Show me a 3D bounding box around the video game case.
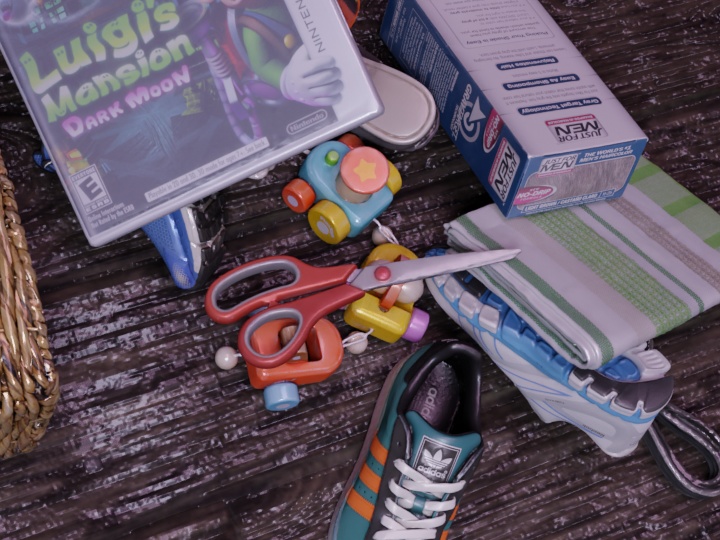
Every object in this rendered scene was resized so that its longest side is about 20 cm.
[{"bbox_3d":[-0.112,-0.137,0.917,0.200,0.023,0.182,-24,92,9],"label":"video game case"}]

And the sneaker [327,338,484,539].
[{"bbox_3d":[0.031,0.133,0.948,0.071,0.080,0.201,19,65,-11],"label":"sneaker"}]

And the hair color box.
[{"bbox_3d":[0.102,-0.131,1.066,0.100,0.061,0.200,-11,50,-26],"label":"hair color box"}]

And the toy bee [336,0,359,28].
[{"bbox_3d":[-0.087,-0.206,0.989,0.199,0.131,0.109,12,69,12],"label":"toy bee"}]

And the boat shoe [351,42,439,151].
[{"bbox_3d":[-0.033,-0.144,1.066,0.200,0.057,0.067,34,85,8],"label":"boat shoe"}]

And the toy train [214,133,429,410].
[{"bbox_3d":[-0.025,-0.011,1.006,0.150,0.056,0.201,0,68,-21],"label":"toy train"}]

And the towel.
[{"bbox_3d":[0.171,-0.010,1.029,0.200,0.031,0.149,-21,52,-36],"label":"towel"}]

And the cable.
[{"bbox_3d":[0.189,0.069,1.052,0.097,0.050,0.200,-18,72,-25],"label":"cable"}]

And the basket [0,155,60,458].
[{"bbox_3d":[-0.268,0.013,0.854,0.149,0.143,0.201,-11,71,-25],"label":"basket"}]

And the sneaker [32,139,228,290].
[{"bbox_3d":[-0.156,-0.074,0.980,0.089,0.079,0.200,-28,92,14],"label":"sneaker"}]

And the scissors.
[{"bbox_3d":[0.000,0.000,0.966,0.200,0.014,0.073,-24,63,-10],"label":"scissors"}]

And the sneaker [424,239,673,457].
[{"bbox_3d":[0.114,0.056,1.023,0.075,0.087,0.200,-31,57,-31],"label":"sneaker"}]
